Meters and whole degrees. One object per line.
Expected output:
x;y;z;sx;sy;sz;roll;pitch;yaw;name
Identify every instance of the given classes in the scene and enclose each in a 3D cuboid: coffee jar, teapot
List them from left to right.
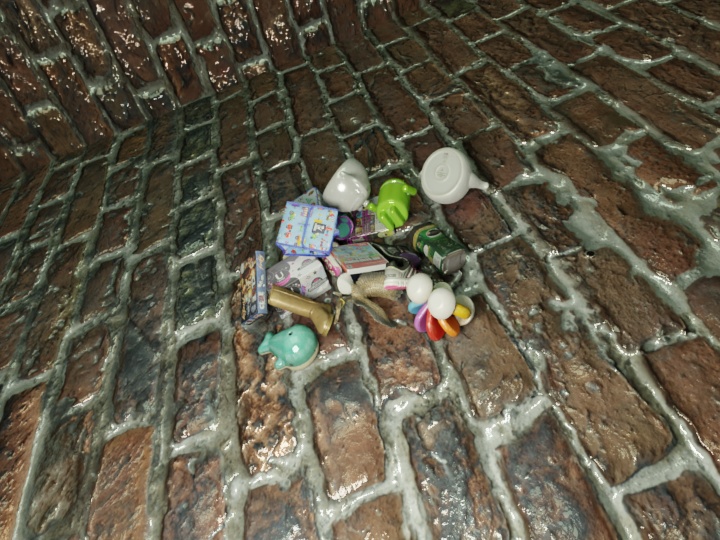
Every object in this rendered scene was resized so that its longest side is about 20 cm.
-0.029;-0.275;1.820;0.145;0.199;0.201;38;38;2;teapot
0.240;-0.075;1.681;0.101;0.088;0.200;-18;40;-21;coffee jar
0.313;-0.322;1.858;0.196;0.144;0.205;-39;62;24;teapot

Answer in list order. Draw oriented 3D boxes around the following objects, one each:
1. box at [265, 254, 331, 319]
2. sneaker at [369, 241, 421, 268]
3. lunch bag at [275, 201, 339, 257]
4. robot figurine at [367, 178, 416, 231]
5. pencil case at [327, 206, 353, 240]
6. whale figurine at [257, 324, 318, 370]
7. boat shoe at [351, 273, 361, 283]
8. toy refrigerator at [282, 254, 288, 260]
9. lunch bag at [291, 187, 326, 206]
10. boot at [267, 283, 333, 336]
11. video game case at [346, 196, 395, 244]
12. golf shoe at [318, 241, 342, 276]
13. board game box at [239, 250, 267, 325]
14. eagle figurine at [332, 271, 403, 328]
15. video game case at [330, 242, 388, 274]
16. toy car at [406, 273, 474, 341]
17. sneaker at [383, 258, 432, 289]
-0.215;0.036;1.740;0.196;0.117;0.132;-31;42;-10;box
0.114;-0.049;1.738;0.086;0.078;0.197;-31;44;-34;sneaker
-0.157;-0.127;1.714;0.192;0.094;0.156;6;70;17;lunch bag
0.115;-0.233;1.824;0.172;0.116;0.204;-26;35;32;robot figurine
-0.098;-0.184;1.912;0.090;0.088;0.200;-22;29;-12;pencil case
-0.220;0.215;1.567;0.193;0.106;0.162;6;49;26;whale figurine
0.000;0.000;1.722;0.067;0.084;0.205;-29;54;16;boat shoe
-0.207;-0.089;1.894;0.067;0.077;0.204;1;48;23;toy refrigerator
-0.194;-0.192;1.869;0.156;0.076;0.204;-28;38;15;lunch bag
-0.183;0.119;1.582;0.194;0.068;0.175;22;10;-13;boot
0.038;-0.189;1.922;0.174;0.036;0.204;-12;44;11;video game case
-0.101;-0.058;1.822;0.089;0.077;0.201;-28;43;-13;golf shoe
-0.349;0.057;1.716;0.134;0.034;0.208;-30;60;49;board game box
0.024;0.082;1.580;0.192;0.158;0.150;3;11;20;eagle figurine
-0.006;-0.041;1.645;0.138;0.018;0.200;-8;24;-18;video game case
0.210;0.112;1.478;0.198;0.172;0.154;34;101;42;toy car
0.144;0.008;1.579;0.195;0.091;0.073;0;-8;-39;sneaker
